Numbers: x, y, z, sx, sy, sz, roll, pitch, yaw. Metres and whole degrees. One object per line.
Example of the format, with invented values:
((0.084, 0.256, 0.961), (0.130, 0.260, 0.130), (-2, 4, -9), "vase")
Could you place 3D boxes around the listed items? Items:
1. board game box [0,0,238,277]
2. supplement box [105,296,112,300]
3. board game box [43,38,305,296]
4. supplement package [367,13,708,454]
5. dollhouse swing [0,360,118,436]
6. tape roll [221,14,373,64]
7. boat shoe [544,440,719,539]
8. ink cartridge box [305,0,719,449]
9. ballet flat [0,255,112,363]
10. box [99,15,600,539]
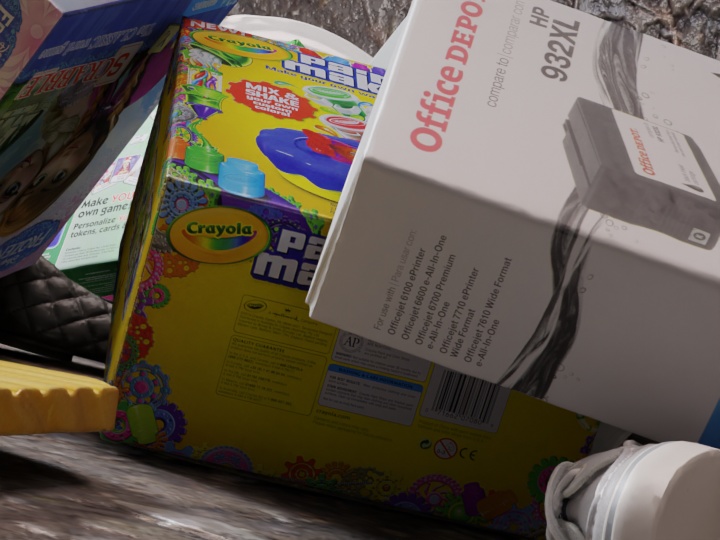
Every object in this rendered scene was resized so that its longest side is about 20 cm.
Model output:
((-0.154, -0.066, 1.192), (0.041, 0.200, 0.200), (44, 24, 9), "board game box")
((-0.104, -0.027, 1.679), (0.102, 0.132, 0.200), (12, 2, -17), "supplement box")
((-0.123, -0.048, 1.413), (0.199, 0.135, 0.029), (-8, -41, 34), "board game box")
((0.085, -0.019, 1.376), (0.199, 0.191, 0.148), (12, 42, -39), "supplement package")
((-0.197, -0.025, 0.939), (0.174, 0.183, 0.200), (-7, -5, 20), "dollhouse swing")
((-0.053, -0.046, 1.530), (0.201, 0.204, 0.071), (13, -29, -16), "tape roll")
((0.100, 0.090, 0.942), (0.068, 0.073, 0.200), (12, 2, 18), "boat shoe")
((0.095, -0.021, 1.004), (0.199, 0.084, 0.146), (19, 39, -1), "ink cartridge box")
((-0.100, 0.028, 1.350), (0.199, 0.057, 0.066), (13, 0, -20), "ballet flat")
((0.000, 0.000, 1.139), (0.198, 0.123, 0.193), (14, 23, -9), "box")
